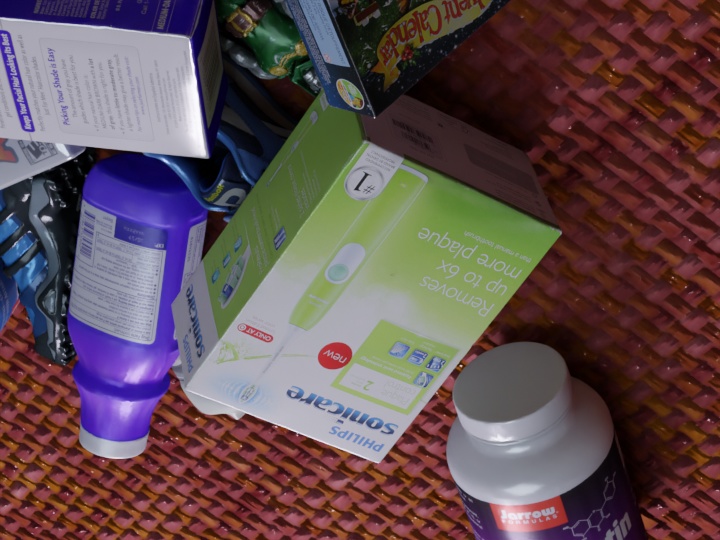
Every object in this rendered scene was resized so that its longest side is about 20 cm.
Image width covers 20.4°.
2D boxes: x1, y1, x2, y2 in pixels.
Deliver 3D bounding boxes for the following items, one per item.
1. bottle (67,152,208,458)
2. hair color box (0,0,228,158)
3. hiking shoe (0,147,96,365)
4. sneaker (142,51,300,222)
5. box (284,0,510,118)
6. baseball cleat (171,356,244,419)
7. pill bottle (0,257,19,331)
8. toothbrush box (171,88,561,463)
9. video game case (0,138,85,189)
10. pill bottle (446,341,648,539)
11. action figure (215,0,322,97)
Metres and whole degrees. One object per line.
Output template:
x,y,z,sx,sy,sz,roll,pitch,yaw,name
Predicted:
-0.152,0.027,1.326,0.083,0.065,0.201,20,114,24,bottle
-0.182,-0.130,1.156,0.199,0.065,0.110,5,145,6,hair color box
-0.221,-0.029,1.356,0.086,0.074,0.201,14,125,21,hiking shoe
-0.056,-0.055,1.245,0.199,0.082,0.074,33,133,-10,sneaker
0.039,-0.191,1.001,0.038,0.200,0.137,18,143,46,box
-0.057,0.047,1.347,0.199,0.070,0.107,-17,122,33,baseball cleat
-0.315,0.048,1.365,0.112,0.200,0.113,12,134,13,pill bottle
0.000,0.000,1.199,0.145,0.086,0.200,24,119,-27,toothbrush box
-0.286,-0.136,1.272,0.181,0.024,0.201,-18,104,34,video game case
0.124,0.148,1.330,0.112,0.113,0.201,-3,129,25,pill bottle
-0.084,-0.169,1.177,0.200,0.055,0.118,38,131,-18,action figure
